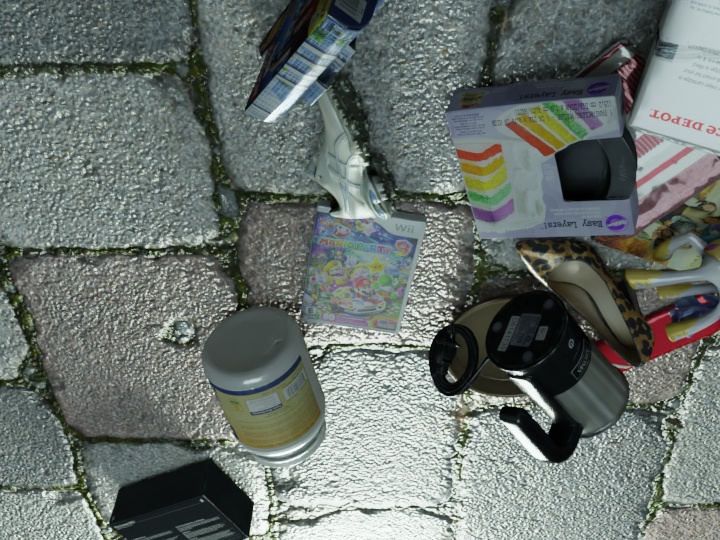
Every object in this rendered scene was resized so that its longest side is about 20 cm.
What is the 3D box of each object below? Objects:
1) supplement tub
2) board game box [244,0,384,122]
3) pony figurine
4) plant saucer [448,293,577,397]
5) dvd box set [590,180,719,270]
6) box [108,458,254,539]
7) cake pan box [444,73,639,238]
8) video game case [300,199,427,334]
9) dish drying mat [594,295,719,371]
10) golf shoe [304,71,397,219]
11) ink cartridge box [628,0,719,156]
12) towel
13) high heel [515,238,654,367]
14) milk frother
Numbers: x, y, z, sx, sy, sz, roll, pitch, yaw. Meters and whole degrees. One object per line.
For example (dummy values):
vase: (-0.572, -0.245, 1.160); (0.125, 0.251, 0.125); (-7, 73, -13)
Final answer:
supplement tub: (-0.129, 0.167, 1.222); (0.143, 0.145, 0.201); (-8, 129, 9)
board game box: (-0.044, -0.237, 0.870); (0.061, 0.202, 0.200); (30, 140, -20)
pony figurine: (0.450, 0.020, 1.038); (0.199, 0.167, 0.193); (-22, 119, 41)
plant saucer: (0.212, 0.104, 1.227); (0.197, 0.030, 0.202); (1, 131, 1)
dvd box set: (0.405, -0.067, 1.071); (0.198, 0.030, 0.147); (17, 129, -11)
box: (-0.304, 0.415, 1.485); (0.198, 0.079, 0.142); (-21, 129, 20)
cake pan box: (0.212, -0.122, 0.983); (0.198, 0.053, 0.185); (1, 133, 26)
video game case: (0.000, 0.000, 1.156); (0.141, 0.018, 0.201); (9, 130, -4)
dish drying mat: (0.407, 0.097, 1.217); (0.199, 0.018, 0.077); (-28, 123, 24)
golf shoe: (-0.028, -0.135, 1.008); (0.096, 0.079, 0.201); (-10, 128, 17)
ink cartridge box: (0.368, -0.225, 0.860); (0.143, 0.084, 0.202); (18, 120, 10)
towel: (0.302, -0.145, 0.990); (0.144, 0.023, 0.200); (-37, 105, 30)
high heel: (0.283, 0.038, 1.091); (0.198, 0.143, 0.072); (24, 128, -17)
milk frother: (0.219, 0.138, 1.166); (0.181, 0.199, 0.188); (-52, 125, -8)
